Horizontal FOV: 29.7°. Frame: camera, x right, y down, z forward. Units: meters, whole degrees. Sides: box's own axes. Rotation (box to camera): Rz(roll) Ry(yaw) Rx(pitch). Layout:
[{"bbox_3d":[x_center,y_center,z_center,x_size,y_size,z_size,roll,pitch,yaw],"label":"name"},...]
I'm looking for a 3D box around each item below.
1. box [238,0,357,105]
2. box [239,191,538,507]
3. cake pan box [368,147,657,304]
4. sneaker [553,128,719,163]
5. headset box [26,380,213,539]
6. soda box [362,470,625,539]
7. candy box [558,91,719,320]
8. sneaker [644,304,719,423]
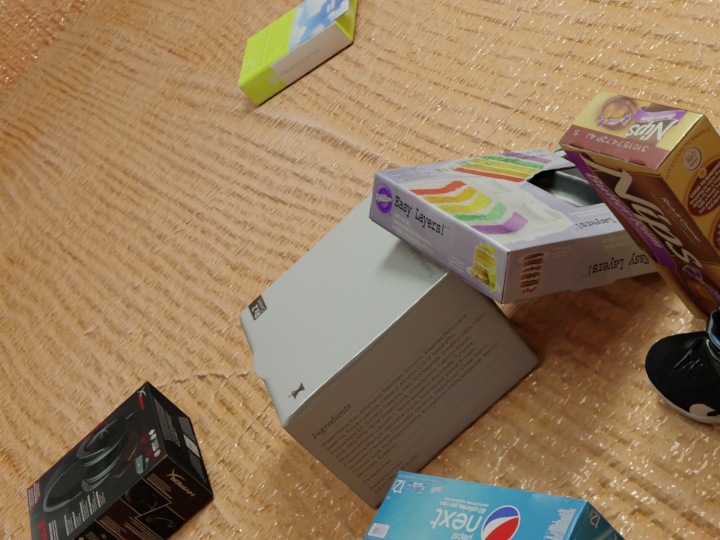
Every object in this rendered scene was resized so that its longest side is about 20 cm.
[{"bbox_3d":[-0.079,-0.327,1.900,0.199,0.048,0.123,-29,34,26],"label":"box"},{"bbox_3d":[0.018,0.060,1.203,0.200,0.131,0.199,-42,30,6],"label":"box"},{"bbox_3d":[0.137,-0.042,1.121,0.198,0.053,0.184,-9,30,-32],"label":"cake pan box"},{"bbox_3d":[0.249,-0.112,1.192,0.199,0.077,0.081,4,45,52],"label":"sneaker"},{"bbox_3d":[-0.257,0.233,1.389,0.200,0.077,0.149,-40,30,5],"label":"headset box"},{"bbox_3d":[0.096,0.200,0.990,0.199,0.068,0.064,0,52,52],"label":"soda box"},{"bbox_3d":[0.240,-0.034,0.968,0.057,0.200,0.117,-48,30,-7],"label":"candy box"},{"bbox_3d":[0.252,0.055,0.930,0.073,0.112,0.200,-50,29,-11],"label":"sneaker"}]
